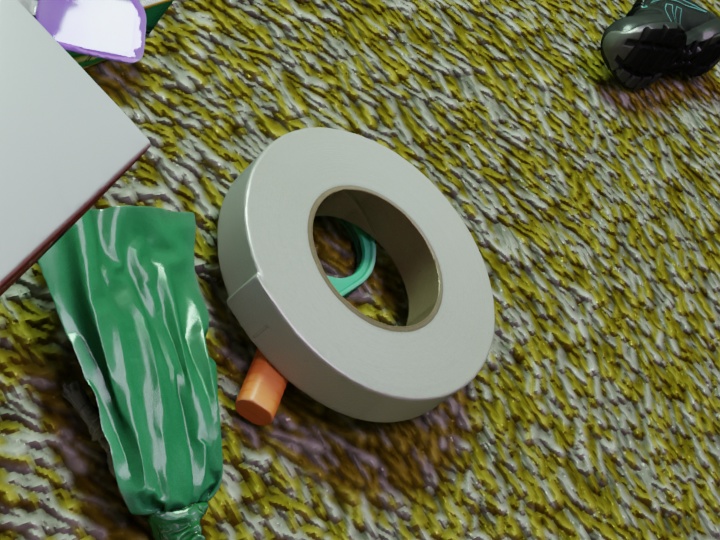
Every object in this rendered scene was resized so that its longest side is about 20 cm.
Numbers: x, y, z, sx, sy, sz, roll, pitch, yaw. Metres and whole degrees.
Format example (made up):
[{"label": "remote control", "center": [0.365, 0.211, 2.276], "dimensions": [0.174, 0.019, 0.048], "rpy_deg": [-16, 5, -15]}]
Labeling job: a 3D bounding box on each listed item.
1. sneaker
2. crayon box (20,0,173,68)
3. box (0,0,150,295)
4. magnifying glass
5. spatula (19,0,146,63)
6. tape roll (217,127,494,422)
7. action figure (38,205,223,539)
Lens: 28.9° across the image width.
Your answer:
[{"label": "sneaker", "center": [0.270, -0.219, 1.297], "dimensions": [0.200, 0.075, 0.079], "rpy_deg": [-11, 54, -50]}, {"label": "crayon box", "center": [-0.223, -0.173, 0.850], "dimensions": [0.119, 0.058, 0.200], "rpy_deg": [53, 43, 4]}, {"label": "box", "center": [-0.216, -0.011, 0.631], "dimensions": [0.106, 0.200, 0.152], "rpy_deg": [47, 44, -8]}, {"label": "magnifying glass", "center": [-0.039, 0.017, 0.894], "dimensions": [0.079, 0.022, 0.200], "rpy_deg": [35, 45, -15]}, {"label": "spatula", "center": [-0.216, -0.168, 0.792], "dimensions": [0.199, 0.021, 0.057], "rpy_deg": [19, 53, -27]}, {"label": "tape roll", "center": [0.000, 0.000, 0.900], "dimensions": [0.202, 0.037, 0.203], "rpy_deg": [24, 48, -28]}, {"label": "action figure", "center": [-0.120, 0.063, 0.770], "dimensions": [0.118, 0.055, 0.201], "rpy_deg": [-2, 69, -42]}]
